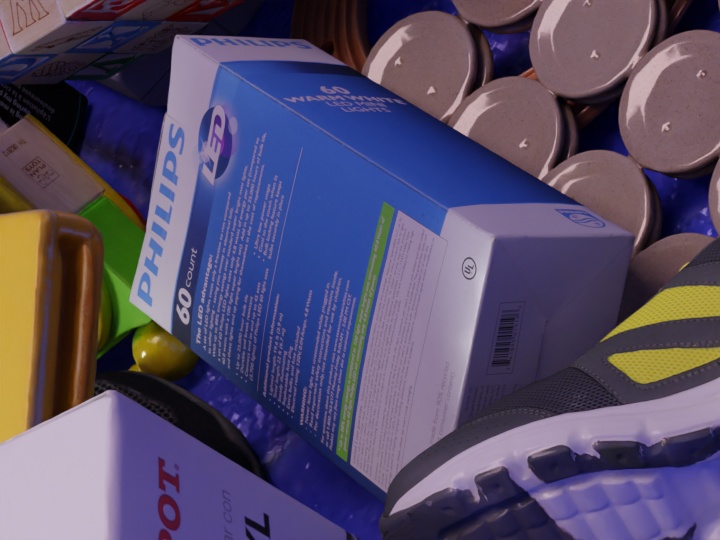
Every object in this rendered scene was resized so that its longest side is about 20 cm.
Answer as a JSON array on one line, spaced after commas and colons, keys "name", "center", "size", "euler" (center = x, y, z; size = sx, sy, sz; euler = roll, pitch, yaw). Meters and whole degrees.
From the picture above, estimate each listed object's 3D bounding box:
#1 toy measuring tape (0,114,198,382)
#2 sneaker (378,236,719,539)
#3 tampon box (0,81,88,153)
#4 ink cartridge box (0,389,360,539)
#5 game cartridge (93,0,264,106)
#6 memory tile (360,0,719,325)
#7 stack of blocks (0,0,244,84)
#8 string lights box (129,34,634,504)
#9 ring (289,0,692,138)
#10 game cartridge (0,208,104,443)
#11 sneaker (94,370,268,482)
[{"name": "toy measuring tape", "center": [-0.139, -0.025, 1.074], "size": [0.200, 0.074, 0.074], "euler": [42, 97, 7]}, {"name": "sneaker", "center": [0.099, 0.040, 0.842], "size": [0.199, 0.075, 0.085], "euler": [-20, 34, 5]}, {"name": "tampon box", "center": [-0.220, -0.006, 1.129], "size": [0.126, 0.150, 0.201], "euler": [-11, 57, 37]}, {"name": "ink cartridge box", "center": [-0.033, 0.146, 0.806], "size": [0.084, 0.200, 0.147], "euler": [-26, 48, 30]}, {"name": "game cartridge", "center": [-0.063, -0.165, 1.175], "size": [0.133, 0.041, 0.201], "euler": [27, 84, 45]}, {"name": "memory tile", "center": [0.095, -0.065, 0.943], "size": [0.154, 0.017, 0.200], "euler": [-52, 48, 8]}, {"name": "stack of blocks", "center": [-0.050, -0.134, 1.042], "size": [0.199, 0.115, 0.059], "euler": [-26, 79, 33]}, {"name": "string lights box", "center": [0.000, 0.000, 0.951], "size": [0.200, 0.059, 0.103], "euler": [35, 120, 50]}, {"name": "ring", "center": [0.055, -0.116, 1.039], "size": [0.200, 0.019, 0.201], "euler": [-25, 47, 31]}, {"name": "game cartridge", "center": [-0.167, 0.075, 0.925], "size": [0.199, 0.032, 0.177], "euler": [-5, 77, 40]}, {"name": "sneaker", "center": [-0.082, 0.087, 0.963], "size": [0.076, 0.114, 0.200], "euler": [-40, 41, 14]}]
